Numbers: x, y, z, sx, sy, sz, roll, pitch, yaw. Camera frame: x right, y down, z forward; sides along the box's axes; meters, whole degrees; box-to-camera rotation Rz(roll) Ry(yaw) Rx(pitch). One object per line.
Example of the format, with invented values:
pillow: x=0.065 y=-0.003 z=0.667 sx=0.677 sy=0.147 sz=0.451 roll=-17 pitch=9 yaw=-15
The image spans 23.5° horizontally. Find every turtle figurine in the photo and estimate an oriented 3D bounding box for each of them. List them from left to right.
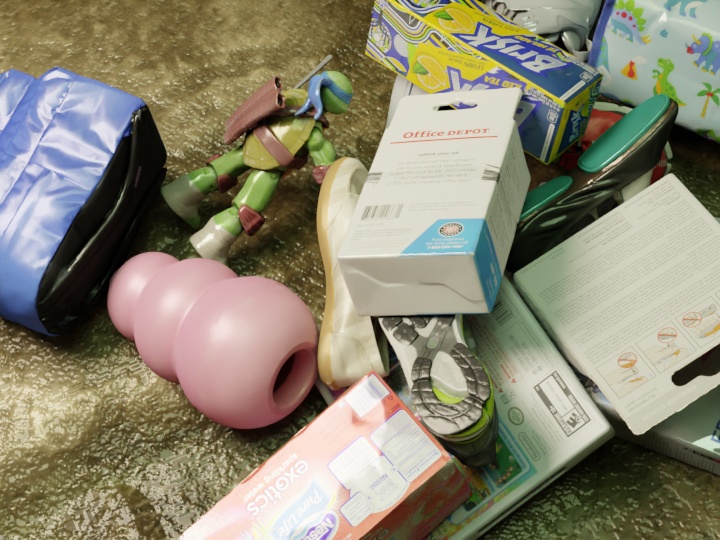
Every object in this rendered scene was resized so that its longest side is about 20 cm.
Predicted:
turtle figurine: x=-0.065 y=-0.086 z=1.534 sx=0.194 sy=0.200 sz=0.144 roll=-39 pitch=90 yaw=7

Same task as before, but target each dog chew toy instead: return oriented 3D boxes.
dog chew toy: x=-0.130 y=0.048 z=1.431 sx=0.199 sy=0.125 sz=0.125 roll=26 pitch=63 yaw=29

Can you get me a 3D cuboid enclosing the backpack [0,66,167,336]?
backpack: x=-0.272 y=-0.054 z=1.478 sx=0.167 sy=0.163 sz=0.201 roll=20 pitch=75 yaw=14

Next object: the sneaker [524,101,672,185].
sneaker: x=0.176 y=-0.115 z=1.516 sx=0.199 sy=0.078 sz=0.085 roll=25 pitch=28 yaw=29

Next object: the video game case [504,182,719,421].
video game case: x=0.186 y=0.021 z=1.441 sx=0.181 sy=0.022 sz=0.201 roll=14 pitch=59 yaw=35

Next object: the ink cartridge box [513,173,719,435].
ink cartridge box: x=0.235 y=0.033 z=1.362 sx=0.160 sy=0.050 sz=0.200 roll=-32 pitch=49 yaw=-3

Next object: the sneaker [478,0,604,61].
sneaker: x=0.131 y=-0.248 z=1.617 sx=0.198 sy=0.075 sz=0.116 roll=8 pitch=56 yaw=6

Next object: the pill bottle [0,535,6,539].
pill bottle: x=-0.350 y=0.280 z=1.300 sx=0.199 sy=0.116 sz=0.116 roll=-16 pitch=57 yaw=-5

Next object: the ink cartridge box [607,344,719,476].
ink cartridge box: x=0.253 y=0.052 z=1.437 sx=0.199 sy=0.043 sz=0.197 roll=21 pitch=62 yaw=15

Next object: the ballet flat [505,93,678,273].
ballet flat: x=0.193 y=-0.065 z=1.448 sx=0.199 sy=0.069 sz=0.068 roll=-36 pitch=20 yaw=5

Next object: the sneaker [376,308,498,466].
sneaker: x=0.062 y=0.073 z=1.357 sx=0.073 sy=0.081 sz=0.201 roll=-17 pitch=44 yaw=4

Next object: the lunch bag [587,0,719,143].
lunch bag: x=0.318 y=-0.213 z=1.553 sx=0.169 sy=0.128 sz=0.200 roll=27 pitch=34 yaw=18

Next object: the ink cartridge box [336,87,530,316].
ink cartridge box: x=0.067 y=-0.056 z=1.384 sx=0.115 sy=0.067 sz=0.201 roll=-2 pitch=43 yaw=23

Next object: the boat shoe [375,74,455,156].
boat shoe: x=0.053 y=-0.089 z=1.501 sx=0.066 sy=0.073 sz=0.202 roll=-5 pitch=70 yaw=33

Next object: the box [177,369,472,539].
box: x=-0.024 y=0.188 z=1.320 sx=0.200 sy=0.095 sz=0.103 roll=-41 pitch=62 yaw=-5

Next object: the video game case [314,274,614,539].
video game case: x=0.078 y=0.107 z=1.392 sx=0.182 sy=0.024 sz=0.200 roll=-38 pitch=60 yaw=7

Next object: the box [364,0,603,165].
box: x=0.103 y=-0.176 z=1.469 sx=0.199 sy=0.070 sz=0.064 roll=33 pitch=47 yaw=21

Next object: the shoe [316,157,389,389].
shoe: x=0.000 y=0.000 z=1.426 sx=0.053 sy=0.070 sz=0.202 roll=-8 pitch=68 yaw=25
